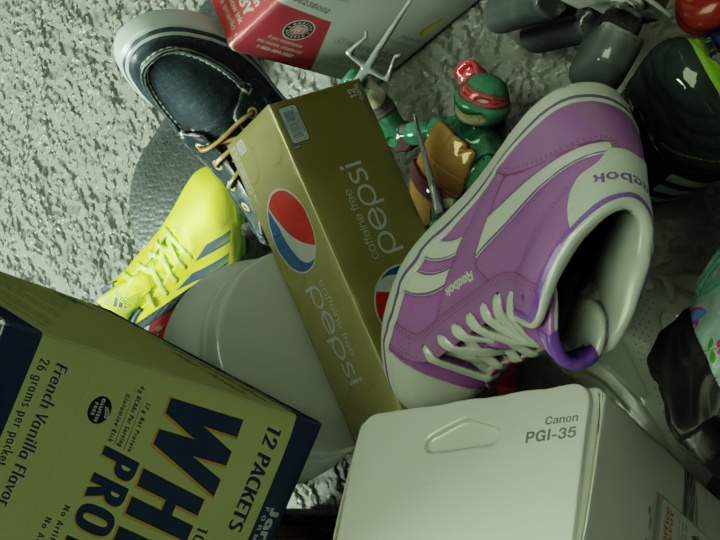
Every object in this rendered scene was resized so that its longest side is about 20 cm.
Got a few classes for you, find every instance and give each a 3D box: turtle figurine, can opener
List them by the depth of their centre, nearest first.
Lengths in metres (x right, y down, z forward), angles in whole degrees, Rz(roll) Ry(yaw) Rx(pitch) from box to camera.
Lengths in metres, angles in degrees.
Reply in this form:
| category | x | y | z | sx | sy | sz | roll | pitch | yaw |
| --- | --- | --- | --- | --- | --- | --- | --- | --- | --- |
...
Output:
| category | x | y | z | sx | sy | sz | roll | pitch | yaw |
| --- | --- | --- | --- | --- | --- | --- | --- | --- | --- |
| can opener | 0.106 | -0.129 | 0.694 | 0.067 | 0.053 | 0.200 | -65 | 11 | 1 |
| turtle figurine | 0.044 | -0.052 | 0.781 | 0.150 | 0.100 | 0.201 | 57 | 138 | 49 |

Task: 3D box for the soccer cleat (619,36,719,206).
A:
| category | x | y | z | sx | sy | sz | roll | pitch | yaw |
| --- | --- | --- | --- | --- | --- | --- | --- | --- | --- |
| soccer cleat | 0.143 | -0.059 | 0.642 | 0.081 | 0.200 | 0.068 | -28 | 80 | 1 |

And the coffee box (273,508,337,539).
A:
| category | x | y | z | sx | sy | sz | roll | pitch | yaw |
| --- | --- | --- | --- | --- | --- | --- | --- | --- | --- |
| coffee box | -0.064 | 0.193 | 0.780 | 0.113 | 0.200 | 0.080 | 5 | 85 | 41 |

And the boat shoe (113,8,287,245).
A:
| category | x | y | z | sx | sy | sz | roll | pitch | yaw |
| --- | --- | --- | --- | --- | --- | --- | --- | --- | --- |
| boat shoe | -0.074 | -0.084 | 0.815 | 0.071 | 0.200 | 0.091 | -31 | 55 | 17 |

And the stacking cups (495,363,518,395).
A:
| category | x | y | z | sx | sy | sz | roll | pitch | yaw |
| --- | --- | --- | --- | --- | --- | --- | --- | --- | --- |
| stacking cups | 0.058 | 0.125 | 0.779 | 0.060 | 0.060 | 0.201 | 7 | 88 | 40 |

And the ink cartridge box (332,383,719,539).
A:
| category | x | y | z | sx | sy | sz | roll | pitch | yaw |
| --- | --- | --- | --- | --- | --- | --- | --- | --- | --- |
| ink cartridge box | 0.102 | 0.147 | 0.640 | 0.146 | 0.200 | 0.083 | -14 | 49 | 39 |

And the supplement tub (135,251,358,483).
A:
| category | x | y | z | sx | sy | sz | roll | pitch | yaw |
| --- | --- | --- | --- | --- | --- | --- | --- | --- | --- |
| supplement tub | -0.080 | 0.075 | 0.817 | 0.200 | 0.140 | 0.141 | -30 | 66 | 53 |

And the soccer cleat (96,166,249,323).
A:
| category | x | y | z | sx | sy | sz | roll | pitch | yaw |
| --- | --- | --- | --- | --- | --- | --- | --- | --- | --- |
| soccer cleat | -0.141 | 0.007 | 0.913 | 0.065 | 0.083 | 0.200 | 59 | 136 | 28 |

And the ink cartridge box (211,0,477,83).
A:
| category | x | y | z | sx | sy | sz | roll | pitch | yaw |
| --- | --- | --- | --- | --- | --- | --- | --- | --- | --- |
| ink cartridge box | 0.019 | -0.212 | 0.788 | 0.200 | 0.145 | 0.084 | -36 | 65 | 32 |

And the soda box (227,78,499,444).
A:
| category | x | y | z | sx | sy | sz | roll | pitch | yaw |
| --- | --- | --- | --- | --- | --- | --- | --- | --- | --- |
| soda box | 0.000 | 0.000 | 0.726 | 0.068 | 0.064 | 0.201 | -31 | 81 | 59 |

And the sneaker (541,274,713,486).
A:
| category | x | y | z | sx | sy | sz | roll | pitch | yaw |
| --- | --- | --- | --- | --- | --- | --- | --- | --- | --- |
| sneaker | 0.143 | 0.022 | 0.695 | 0.099 | 0.078 | 0.200 | -42 | 88 | 12 |

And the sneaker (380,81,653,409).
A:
| category | x | y | z | sx | sy | sz | roll | pitch | yaw |
| --- | --- | --- | --- | --- | --- | --- | --- | --- | --- |
| sneaker | 0.066 | 0.020 | 0.590 | 0.115 | 0.072 | 0.201 | -95 | 25 | -49 |

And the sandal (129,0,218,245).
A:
| category | x | y | z | sx | sy | sz | roll | pitch | yaw |
| --- | --- | --- | --- | --- | --- | --- | --- | --- | --- |
| sandal | -0.112 | -0.108 | 0.961 | 0.076 | 0.043 | 0.201 | 21 | 90 | 32 |

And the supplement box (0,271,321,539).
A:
| category | x | y | z | sx | sy | sz | roll | pitch | yaw |
| --- | --- | --- | --- | --- | --- | --- | --- | --- | --- |
| supplement box | -0.170 | 0.082 | 0.635 | 0.200 | 0.200 | 0.135 | 22 | 88 | 42 |

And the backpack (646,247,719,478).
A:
| category | x | y | z | sx | sy | sz | roll | pitch | yaw |
| --- | --- | --- | --- | --- | --- | --- | --- | --- | --- |
| backpack | 0.242 | 0.020 | 0.573 | 0.200 | 0.167 | 0.127 | -40 | 45 | 22 |

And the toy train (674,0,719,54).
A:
| category | x | y | z | sx | sy | sz | roll | pitch | yaw |
| --- | --- | --- | --- | --- | --- | --- | --- | --- | --- |
| toy train | 0.221 | -0.137 | 0.631 | 0.116 | 0.085 | 0.200 | -37 | 43 | 16 |
